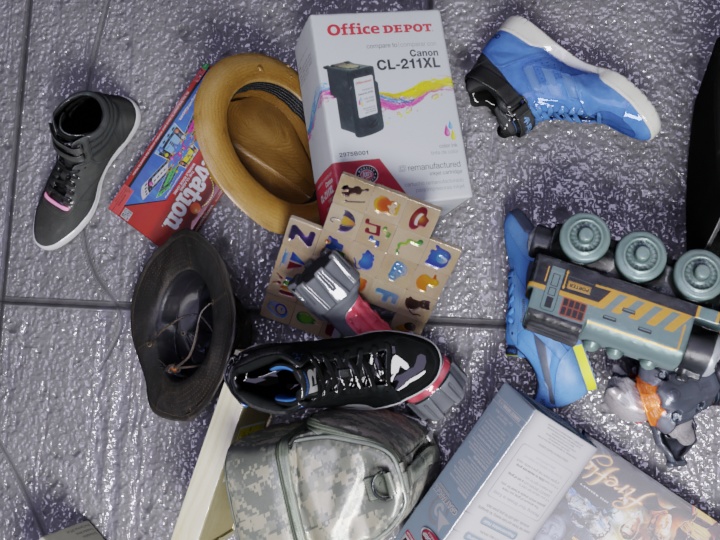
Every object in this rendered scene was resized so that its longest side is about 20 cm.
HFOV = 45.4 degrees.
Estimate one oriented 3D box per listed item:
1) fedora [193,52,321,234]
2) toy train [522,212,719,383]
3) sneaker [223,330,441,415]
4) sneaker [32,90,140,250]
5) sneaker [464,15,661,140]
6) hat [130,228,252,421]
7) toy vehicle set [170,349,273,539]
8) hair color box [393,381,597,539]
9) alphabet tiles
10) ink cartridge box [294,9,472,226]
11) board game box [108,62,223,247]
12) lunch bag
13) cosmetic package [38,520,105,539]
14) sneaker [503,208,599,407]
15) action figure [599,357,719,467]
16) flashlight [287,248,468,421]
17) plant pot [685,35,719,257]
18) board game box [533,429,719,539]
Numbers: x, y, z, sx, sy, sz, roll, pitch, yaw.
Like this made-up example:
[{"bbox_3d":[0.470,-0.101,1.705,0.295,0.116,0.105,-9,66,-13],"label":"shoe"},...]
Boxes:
[{"bbox_3d":[-0.104,-0.124,0.910,0.081,0.199,0.204,-18,79,47],"label":"fedora"},{"bbox_3d":[0.240,0.025,0.784,0.197,0.085,0.115,19,81,10],"label":"toy train"},{"bbox_3d":[-0.022,0.097,0.763,0.197,0.112,0.074,-5,90,1],"label":"sneaker"},{"bbox_3d":[-0.328,-0.118,0.964,0.070,0.099,0.202,31,92,11],"label":"sneaker"},{"bbox_3d":[0.196,-0.164,0.877,0.199,0.077,0.112,39,86,17],"label":"sneaker"},{"bbox_3d":[-0.164,0.058,0.913,0.199,0.080,0.204,-9,78,46],"label":"hat"},{"bbox_3d":[-0.129,0.181,0.880,0.026,0.124,0.203,18,87,12],"label":"toy vehicle set"},{"bbox_3d":[0.127,0.220,0.828,0.098,0.061,0.201,32,95,-30],"label":"hair color box"},{"bbox_3d":[0.000,0.000,0.849,0.165,0.008,0.202,20,128,-3],"label":"alphabet tiles"},{"bbox_3d":[0.020,-0.156,0.883,0.144,0.083,0.203,-7,82,-16],"label":"ink cartridge box"},{"bbox_3d":[-0.192,-0.125,0.979,0.102,0.019,0.201,34,91,11],"label":"board game box"},{"bbox_3d":[-0.016,0.201,0.821,0.165,0.200,0.142,-14,84,13],"label":"lunch bag"},{"bbox_3d":[-0.267,0.366,0.898,0.200,0.105,0.071,44,93,11],"label":"cosmetic package"},{"bbox_3d":[0.171,0.039,0.868,0.077,0.066,0.203,-20,81,12],"label":"sneaker"},{"bbox_3d":[0.313,0.077,0.820,0.191,0.105,0.202,-24,83,-3],"label":"action figure"},{"bbox_3d":[0.023,0.062,0.850,0.200,0.068,0.068,48,69,-18],"label":"flashlight"},{"bbox_3d":[0.398,-0.116,0.786,0.197,0.200,0.180,-8,71,10],"label":"plant pot"},{"bbox_3d":[0.268,0.271,0.839,0.199,0.035,0.136,33,91,12],"label":"board game box"}]
